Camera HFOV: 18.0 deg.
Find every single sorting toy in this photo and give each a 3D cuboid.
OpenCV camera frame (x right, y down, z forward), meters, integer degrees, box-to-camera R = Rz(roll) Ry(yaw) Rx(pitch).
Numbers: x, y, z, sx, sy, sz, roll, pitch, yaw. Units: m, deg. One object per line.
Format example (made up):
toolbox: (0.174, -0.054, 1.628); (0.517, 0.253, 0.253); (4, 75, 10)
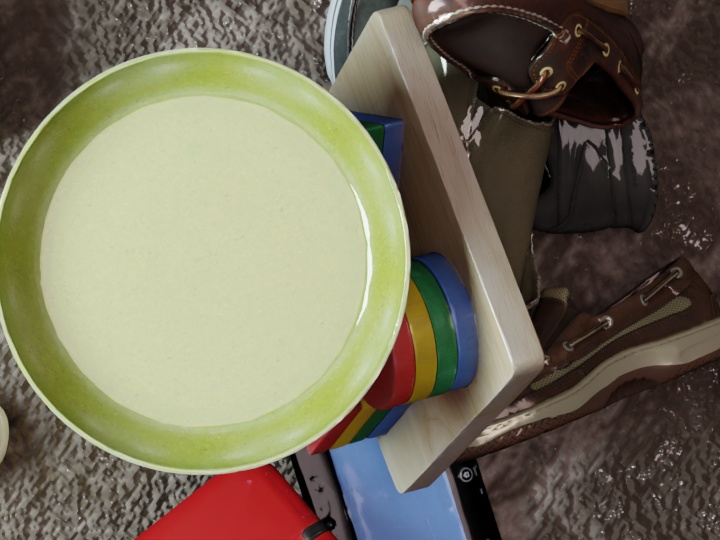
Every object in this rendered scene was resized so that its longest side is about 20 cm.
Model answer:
sorting toy: (0.000, 0.000, 1.188); (0.069, 0.199, 0.201); (-13, 72, -22)

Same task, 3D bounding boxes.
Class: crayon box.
crayon box: (-0.104, 0.002, 1.202); (0.058, 0.200, 0.174); (-17, 90, -6)

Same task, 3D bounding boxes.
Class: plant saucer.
plant saucer: (-0.075, -0.005, 1.086); (0.198, 0.031, 0.202); (0, 91, 0)

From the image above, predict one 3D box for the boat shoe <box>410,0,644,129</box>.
boat shoe: (0.094, -0.115, 1.178); (0.070, 0.199, 0.071); (-16, 78, 34)

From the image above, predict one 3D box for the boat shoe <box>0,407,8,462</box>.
boat shoe: (-0.292, 0.086, 1.240); (0.198, 0.069, 0.071); (5, 86, -8)

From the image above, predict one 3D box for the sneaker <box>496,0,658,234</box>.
sneaker: (0.114, -0.116, 1.303); (0.090, 0.076, 0.202); (-10, 87, -1)

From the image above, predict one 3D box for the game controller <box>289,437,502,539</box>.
game controller: (0.020, 0.130, 1.295); (0.104, 0.042, 0.202); (-18, 91, -8)

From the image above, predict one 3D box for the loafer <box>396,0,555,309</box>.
loafer: (0.069, -0.066, 1.250); (0.069, 0.075, 0.202); (-10, 93, 34)

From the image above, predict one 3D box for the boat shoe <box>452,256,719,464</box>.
boat shoe: (0.114, 0.047, 1.295); (0.201, 0.075, 0.075); (-20, 85, -24)

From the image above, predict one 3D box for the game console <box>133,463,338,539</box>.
game console: (-0.078, 0.235, 1.234); (0.200, 0.119, 0.172); (-38, 68, -15)

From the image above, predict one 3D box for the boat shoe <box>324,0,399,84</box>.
boat shoe: (0.021, -0.078, 1.294); (0.068, 0.057, 0.202); (-6, 89, -8)
